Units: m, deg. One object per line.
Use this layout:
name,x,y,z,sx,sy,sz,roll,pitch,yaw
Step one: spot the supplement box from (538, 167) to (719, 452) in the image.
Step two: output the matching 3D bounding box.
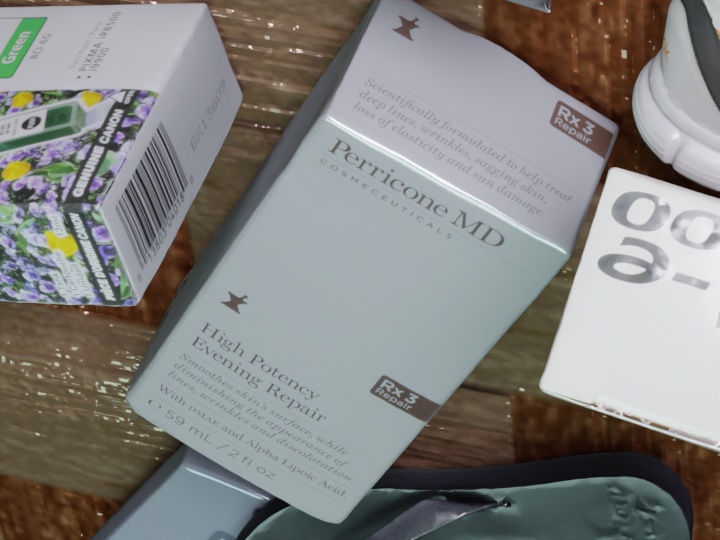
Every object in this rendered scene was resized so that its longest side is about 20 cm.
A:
supplement box,0.133,0.026,0.953,0.125,0.074,0.200,18,179,8

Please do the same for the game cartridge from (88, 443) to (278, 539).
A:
game cartridge,-0.009,0.144,1.258,0.199,0.041,0.133,34,142,-11

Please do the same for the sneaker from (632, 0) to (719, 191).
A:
sneaker,0.185,-0.048,0.931,0.199,0.074,0.080,17,136,8

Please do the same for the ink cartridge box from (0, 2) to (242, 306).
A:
ink cartridge box,-0.154,-0.044,1.071,0.199,0.109,0.051,2,135,24

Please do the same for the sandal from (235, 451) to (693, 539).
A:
sandal,0.031,0.114,1.165,0.199,0.043,0.076,-15,117,20

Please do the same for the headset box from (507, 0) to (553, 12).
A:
headset box,0.008,-0.176,0.878,0.148,0.077,0.201,18,138,7

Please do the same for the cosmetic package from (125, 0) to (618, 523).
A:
cosmetic package,0.000,0.000,1.072,0.101,0.074,0.200,29,141,-6
